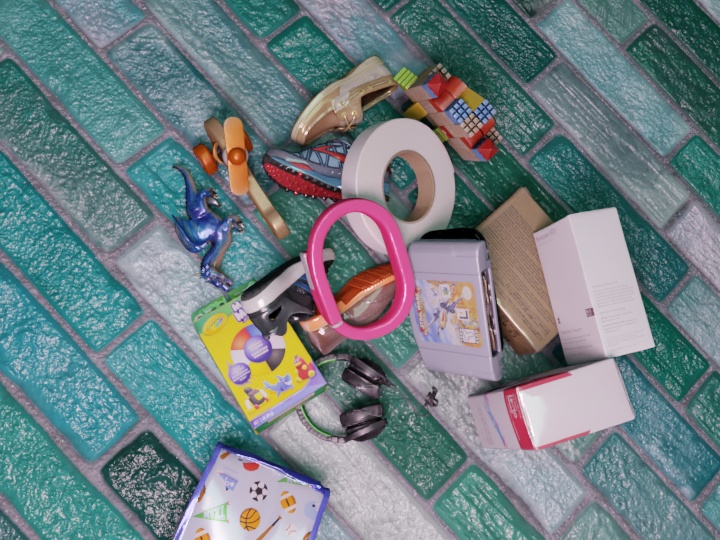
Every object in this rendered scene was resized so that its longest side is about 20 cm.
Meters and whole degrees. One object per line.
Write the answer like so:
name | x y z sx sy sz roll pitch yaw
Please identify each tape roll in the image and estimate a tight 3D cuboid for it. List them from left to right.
tape roll | 0.061 -0.122 0.970 0.202 0.037 0.203 -1 92 -38

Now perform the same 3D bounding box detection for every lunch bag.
lunch bag | -0.149 0.342 0.840 0.170 0.124 0.200 23 83 -4

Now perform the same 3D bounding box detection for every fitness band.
fitness band | 0.000 0.000 0.894 0.143 0.037 0.200 -24 109 -20

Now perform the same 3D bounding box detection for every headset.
headset | 0.007 0.179 0.916 0.199 0.094 0.124 3 78 2

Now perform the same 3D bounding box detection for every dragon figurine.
dragon figurine | -0.234 -0.064 0.940 0.099 0.059 0.200 -41 89 -16

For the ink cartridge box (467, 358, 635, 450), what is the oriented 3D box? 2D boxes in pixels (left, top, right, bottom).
ink cartridge box | 0.252 0.187 0.904 0.147 0.200 0.086 -15 81 -13

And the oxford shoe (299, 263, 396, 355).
oxford shoe | 0.007 0.050 0.967 0.200 0.071 0.073 -30 109 -15

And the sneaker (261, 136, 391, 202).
sneaker | -0.050 -0.158 0.994 0.199 0.079 0.096 13 70 -17

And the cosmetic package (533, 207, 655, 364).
cosmetic package | 0.324 0.023 0.923 0.081 0.113 0.201 -12 80 -14

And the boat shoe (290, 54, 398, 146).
boat shoe | -0.021 -0.254 1.012 0.066 0.074 0.200 45 74 7

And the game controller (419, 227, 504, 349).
game controller | 0.145 0.036 0.949 0.104 0.042 0.201 -6 104 28

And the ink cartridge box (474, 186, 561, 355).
ink cartridge box | 0.246 0.002 1.007 0.165 0.075 0.200 -39 87 -17

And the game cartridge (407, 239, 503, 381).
game cartridge | 0.128 0.055 0.928 0.041 0.133 0.201 -27 112 -49

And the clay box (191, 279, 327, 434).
clay box | -0.146 0.108 0.907 0.115 0.048 0.200 -31 72 -15

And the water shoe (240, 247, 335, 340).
water shoe | -0.092 0.031 0.912 0.200 0.071 0.079 -37 107 -54

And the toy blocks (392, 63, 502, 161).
toy blocks | 0.148 -0.235 0.984 0.100 0.137 0.200 -45 106 0

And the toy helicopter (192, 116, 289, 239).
toy helicopter | -0.160 -0.133 0.931 0.079 0.132 0.200 -34 87 -13
